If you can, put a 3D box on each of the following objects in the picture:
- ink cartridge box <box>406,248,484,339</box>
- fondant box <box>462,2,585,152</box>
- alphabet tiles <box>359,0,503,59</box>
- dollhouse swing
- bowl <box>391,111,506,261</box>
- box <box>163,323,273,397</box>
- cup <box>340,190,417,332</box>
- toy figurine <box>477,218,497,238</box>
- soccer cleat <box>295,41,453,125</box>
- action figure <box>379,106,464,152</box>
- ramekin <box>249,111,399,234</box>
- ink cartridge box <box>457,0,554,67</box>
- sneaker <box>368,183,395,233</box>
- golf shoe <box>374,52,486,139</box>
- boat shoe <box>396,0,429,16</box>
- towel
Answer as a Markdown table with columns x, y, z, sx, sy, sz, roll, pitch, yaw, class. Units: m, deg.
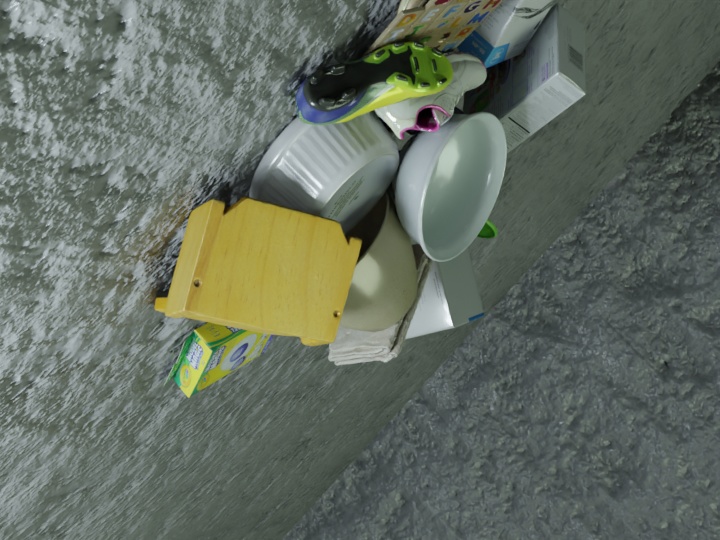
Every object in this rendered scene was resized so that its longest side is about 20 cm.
| x | y | z | sx | sy | sz | roll | pitch | yaw | class |
| --- | --- | --- | --- | --- | --- | --- | --- | --- | --- |
| 0.087 | 0.040 | 1.794 | 0.197 | 0.148 | 0.146 | -15 | 179 | 29 | ink cartridge box |
| 0.228 | -0.259 | 1.464 | 0.199 | 0.058 | 0.146 | -35 | -144 | 42 | fondant box |
| 0.081 | -0.279 | 1.213 | 0.164 | 0.006 | 0.200 | -19 | 170 | -33 | alphabet tiles |
| -0.137 | -0.001 | 1.263 | 0.197 | 0.175 | 0.185 | 13 | 97 | -28 | dollhouse swing |
| 0.103 | -0.122 | 1.360 | 0.200 | 0.089 | 0.204 | -36 | 138 | -40 | bowl |
| -0.202 | 0.111 | 1.545 | 0.199 | 0.048 | 0.118 | -27 | 156 | -46 | box |
| 0.000 | 0.000 | 1.418 | 0.200 | 0.200 | 0.143 | -45 | 121 | 1 | cup |
| 0.189 | -0.163 | 1.701 | 0.200 | 0.148 | 0.187 | 82 | 33 | -78 | toy figurine |
| 0.014 | -0.213 | 1.190 | 0.197 | 0.066 | 0.084 | -17 | 171 | -24 | soccer cleat |
| 0.075 | -0.209 | 1.412 | 0.130 | 0.070 | 0.199 | -46 | 163 | 22 | action figure |
| -0.037 | -0.119 | 1.292 | 0.202 | 0.094 | 0.203 | -42 | 165 | -14 | ramekin |
| 0.210 | -0.370 | 1.350 | 0.115 | 0.067 | 0.201 | -30 | 158 | -45 | ink cartridge box |
| 0.039 | -0.090 | 1.484 | 0.078 | 0.097 | 0.199 | -19 | 169 | -36 | sneaker |
| 0.092 | -0.215 | 1.292 | 0.198 | 0.093 | 0.075 | -20 | 162 | -36 | golf shoe |
| 0.124 | -0.345 | 1.189 | 0.200 | 0.065 | 0.072 | -45 | 165 | 0 | boat shoe |
| 0.033 | 0.048 | 1.495 | 0.131 | 0.034 | 0.202 | -9 | -134 | 43 | towel |
